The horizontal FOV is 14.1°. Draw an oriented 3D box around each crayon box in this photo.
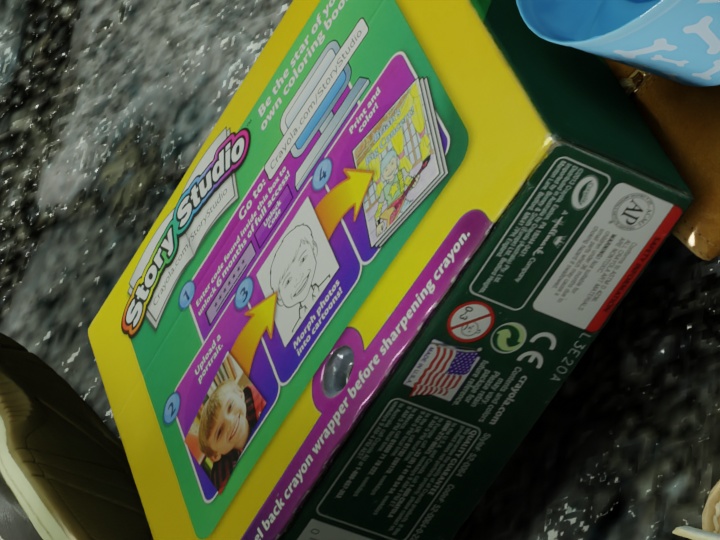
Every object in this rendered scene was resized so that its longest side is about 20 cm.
[{"bbox_3d":[0.000,0.000,0.903,0.200,0.058,0.173,-56,31,22],"label":"crayon box"}]

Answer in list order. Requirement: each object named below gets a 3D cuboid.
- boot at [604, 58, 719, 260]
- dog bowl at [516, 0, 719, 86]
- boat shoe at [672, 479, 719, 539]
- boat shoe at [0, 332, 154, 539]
[{"bbox_3d":[0.144,-0.057,0.829,0.144,0.071,0.201,-53,32,11],"label":"boot"},{"bbox_3d":[0.102,-0.138,0.847,0.111,0.050,0.200,-33,39,40],"label":"dog bowl"},{"bbox_3d":[0.127,0.102,0.706,0.073,0.063,0.200,-45,36,12],"label":"boat shoe"},{"bbox_3d":[-0.114,0.081,0.997,0.066,0.072,0.201,-59,34,9],"label":"boat shoe"}]
